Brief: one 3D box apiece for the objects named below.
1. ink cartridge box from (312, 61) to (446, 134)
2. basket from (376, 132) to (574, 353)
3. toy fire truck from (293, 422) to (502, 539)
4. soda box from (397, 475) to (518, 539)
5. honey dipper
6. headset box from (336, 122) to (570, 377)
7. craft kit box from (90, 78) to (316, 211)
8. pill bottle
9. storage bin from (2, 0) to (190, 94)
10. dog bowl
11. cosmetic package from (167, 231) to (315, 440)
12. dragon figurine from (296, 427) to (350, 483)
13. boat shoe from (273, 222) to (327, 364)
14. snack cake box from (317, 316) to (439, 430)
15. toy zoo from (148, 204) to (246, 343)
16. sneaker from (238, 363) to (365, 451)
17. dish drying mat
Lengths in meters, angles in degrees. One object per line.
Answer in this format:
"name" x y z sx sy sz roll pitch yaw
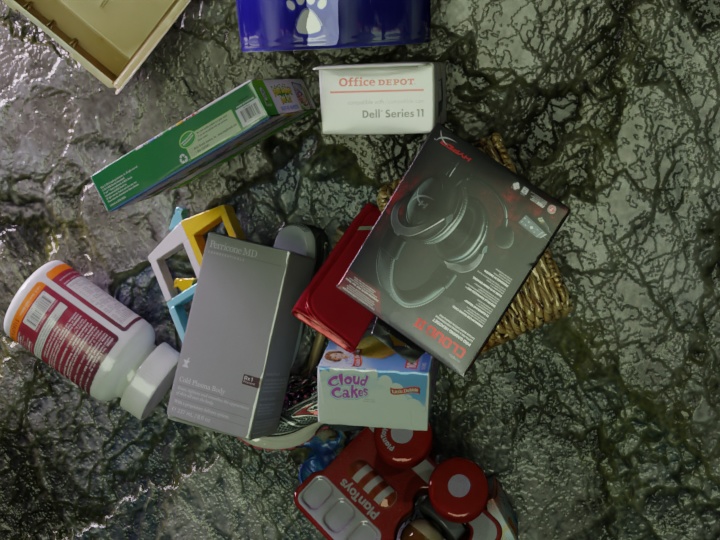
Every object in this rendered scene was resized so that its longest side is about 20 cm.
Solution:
"ink cartridge box" 0.025 -0.176 0.890 0.114 0.200 0.069 0 103 10
"basket" 0.122 -0.021 0.931 0.147 0.143 0.203 -25 85 11
"toy fire truck" 0.045 0.262 0.953 0.168 0.113 0.199 -42 65 -16
"soda box" 0.091 0.326 1.058 0.197 0.064 0.069 -28 96 16
"honey dipper" -0.039 0.048 1.036 0.037 0.038 0.204 19 106 6
"headset box" 0.083 -0.010 0.828 0.148 0.077 0.202 34 96 11
"craft kit box" -0.159 -0.139 0.935 0.197 0.197 0.049 -27 94 14
"pill bottle" -0.319 0.086 1.059 0.198 0.110 0.111 35 106 2
"storage bin" -0.286 -0.330 0.938 0.199 0.094 0.199 38 106 -22
"dog bowl" -0.027 -0.265 0.881 0.196 0.200 0.081 -1 105 11
"cosmetic package" -0.127 0.069 0.947 0.105 0.090 0.205 10 90 17
"dragon figurine" -0.037 0.242 1.066 0.099 0.059 0.202 -34 94 16
"boat shoe" -0.081 0.043 1.029 0.068 0.056 0.204 24 107 29
"snack cake box" 0.028 0.088 0.944 0.112 0.201 0.069 4 113 9
"toy zoo" -0.177 0.015 1.034 0.130 0.020 0.203 -29 79 25
"sneaker" -0.058 0.146 1.015 0.196 0.081 0.076 -13 127 -11
"dish drying mat" 0.000 0.000 0.941 0.076 0.201 0.018 33 134 0
